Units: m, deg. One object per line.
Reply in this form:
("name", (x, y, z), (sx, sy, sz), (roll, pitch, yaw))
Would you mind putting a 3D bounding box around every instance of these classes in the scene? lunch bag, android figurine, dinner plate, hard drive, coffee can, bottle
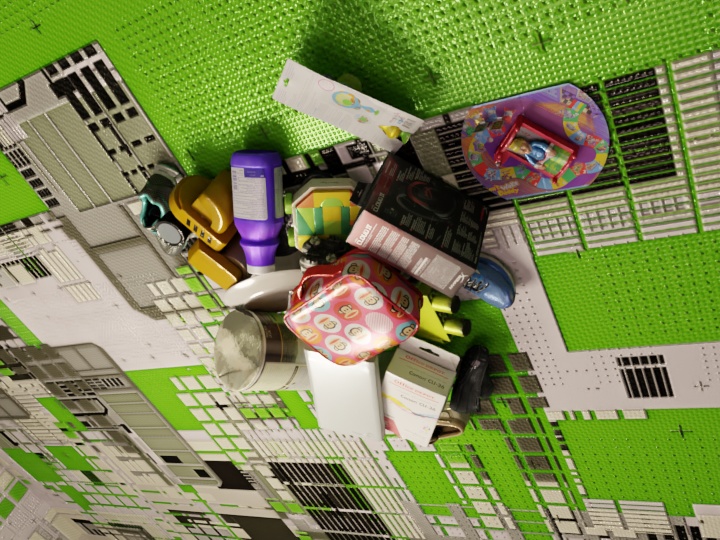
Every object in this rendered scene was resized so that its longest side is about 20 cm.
("lunch bag", (-0.022, 0.055, 0.989), (0.176, 0.082, 0.200), (40, 132, -23))
("android figurine", (0.093, 0.062, 1.120), (0.199, 0.041, 0.182), (10, 143, 42))
("dinner plate", (-0.148, 0.046, 1.172), (0.199, 0.024, 0.200), (-12, 161, -4))
("hard drive", (-0.026, 0.221, 1.161), (0.131, 0.026, 0.201), (8, 127, 20))
("coffee can", (-0.150, 0.152, 1.203), (0.146, 0.147, 0.199), (-24, 157, 39))
("bottle", (-0.167, -0.095, 1.055), (0.083, 0.065, 0.201), (8, 108, 29))

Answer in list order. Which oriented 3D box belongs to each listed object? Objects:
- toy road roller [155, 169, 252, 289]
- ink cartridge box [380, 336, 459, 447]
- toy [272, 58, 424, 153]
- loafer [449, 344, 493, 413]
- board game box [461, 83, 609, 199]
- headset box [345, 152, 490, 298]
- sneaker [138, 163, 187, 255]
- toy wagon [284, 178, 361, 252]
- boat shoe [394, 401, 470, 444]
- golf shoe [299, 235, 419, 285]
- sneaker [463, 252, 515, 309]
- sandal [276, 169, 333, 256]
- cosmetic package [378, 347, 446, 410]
("toy road roller", (-0.239, -0.081, 1.112), (0.200, 0.123, 0.146), (41, 134, -15))
("ink cartridge box", (0.097, 0.217, 1.156), (0.116, 0.068, 0.201), (21, 132, 11))
("toy", (-0.015, -0.240, 0.906), (0.199, 0.047, 0.115), (25, 161, -12))
("loafer", (0.218, 0.207, 1.211), (0.070, 0.068, 0.201), (11, 140, 4))
("board game box", (0.233, -0.160, 0.879), (0.199, 0.039, 0.158), (-6, 127, 30))
("headset box", (0.080, -0.074, 0.948), (0.199, 0.149, 0.075), (27, 136, -6))
("sneaker", (-0.370, -0.095, 1.183), (0.077, 0.091, 0.201), (16, 135, 11))
("toy wagon", (-0.043, -0.064, 1.061), (0.154, 0.040, 0.201), (-1, 133, -1))
("boat shoe", (0.139, 0.329, 1.357), (0.200, 0.065, 0.071), (-28, 115, 40))
("golf shoe", (0.000, 0.000, 1.046), (0.199, 0.077, 0.088), (12, 139, 6))
("sneaker", (0.159, 0.007, 1.034), (0.200, 0.089, 0.079), (33, 137, -6))
("sandal", (-0.104, -0.094, 1.100), (0.075, 0.048, 0.200), (40, 122, -12))
("cosmetic package", (0.071, 0.222, 1.276), (0.199, 0.090, 0.107), (-14, 120, 37))
